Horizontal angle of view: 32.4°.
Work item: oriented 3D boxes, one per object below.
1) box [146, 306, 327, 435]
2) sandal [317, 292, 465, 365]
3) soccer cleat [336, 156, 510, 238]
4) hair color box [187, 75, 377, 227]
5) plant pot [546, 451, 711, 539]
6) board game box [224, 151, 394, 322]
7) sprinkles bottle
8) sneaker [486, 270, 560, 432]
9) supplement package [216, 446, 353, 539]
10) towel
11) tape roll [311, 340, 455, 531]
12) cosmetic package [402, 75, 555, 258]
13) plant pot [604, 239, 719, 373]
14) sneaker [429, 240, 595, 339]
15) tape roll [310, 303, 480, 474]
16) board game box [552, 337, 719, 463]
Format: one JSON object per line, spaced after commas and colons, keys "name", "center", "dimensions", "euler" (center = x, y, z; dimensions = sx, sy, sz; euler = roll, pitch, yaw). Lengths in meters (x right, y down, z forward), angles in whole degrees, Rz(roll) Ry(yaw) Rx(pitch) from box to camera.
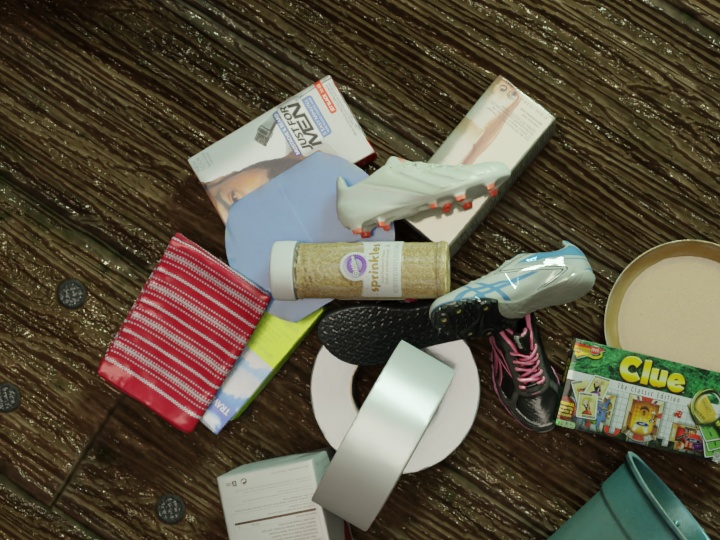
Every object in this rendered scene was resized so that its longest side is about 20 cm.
{"name": "box", "center": [-0.148, 0.085, 1.500], "dimensions": [0.122, 0.048, 0.200], "euler": [40, 91, 6]}
{"name": "sandal", "center": [0.048, 0.061, 1.422], "dimensions": [0.200, 0.045, 0.075], "euler": [-9, 112, -8]}
{"name": "soccer cleat", "center": [0.066, -0.098, 1.382], "dimensions": [0.200, 0.069, 0.078], "euler": [-16, 79, 10]}
{"name": "hair color box", "center": [-0.093, -0.135, 1.498], "dimensions": [0.200, 0.064, 0.111], "euler": [-31, 86, 4]}
{"name": "plant pot", "center": [0.289, 0.341, 1.388], "dimensions": [0.196, 0.200, 0.200], "euler": [-40, 85, 10]}
{"name": "board game box", "center": [-0.059, -0.040, 1.455], "dimensions": [0.200, 0.039, 0.158], "euler": [-32, 87, 7]}
{"name": "sprinkles bottle", "center": [0.000, 0.000, 1.393], "dimensions": [0.200, 0.068, 0.068], "euler": [0, 88, 7]}
{"name": "sneaker", "center": [0.186, 0.095, 1.448], "dimensions": [0.079, 0.095, 0.200], "euler": [-19, 87, 1]}
{"name": "supplement package", "center": [-0.077, 0.320, 1.444], "dimensions": [0.120, 0.121, 0.200], "euler": [-13, 87, 10]}
{"name": "towel", "center": [-0.210, 0.076, 1.459], "dimensions": [0.145, 0.022, 0.200], "euler": [33, 102, 10]}
{"name": "tape roll", "center": [0.025, 0.179, 1.340], "dimensions": [0.071, 0.202, 0.203], "euler": [29, 90, 4]}
{"name": "cosmetic package", "center": [0.134, -0.119, 1.458], "dimensions": [0.087, 0.103, 0.200], "euler": [39, 90, 8]}
{"name": "plant pot", "center": [0.388, 0.064, 1.465], "dimensions": [0.200, 0.027, 0.200], "euler": [0, 87, 5]}
{"name": "sneaker", "center": [0.164, 0.020, 1.383], "dimensions": [0.200, 0.072, 0.073], "euler": [-17, 50, -17]}
{"name": "tape roll", "center": [0.042, 0.139, 1.473], "dimensions": [0.200, 0.066, 0.201], "euler": [0, 88, 6]}
{"name": "board game box", "center": [0.332, 0.150, 1.434], "dimensions": [0.200, 0.023, 0.105], "euler": [13, 87, 0]}
